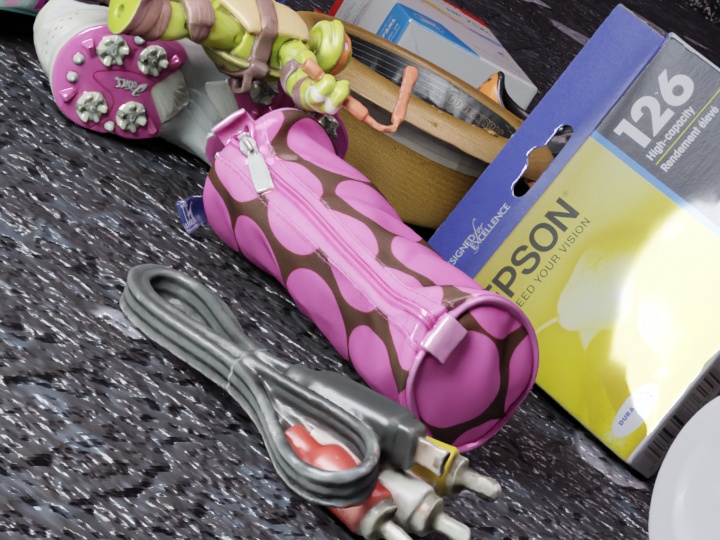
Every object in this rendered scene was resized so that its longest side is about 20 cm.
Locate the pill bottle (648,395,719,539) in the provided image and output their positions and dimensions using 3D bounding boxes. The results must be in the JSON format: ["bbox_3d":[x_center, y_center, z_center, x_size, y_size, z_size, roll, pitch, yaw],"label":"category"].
[{"bbox_3d":[0.245,0.138,1.311,0.199,0.113,0.112,23,16,-33],"label":"pill bottle"}]

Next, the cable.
[{"bbox_3d":[-0.039,0.062,1.147,0.199,0.051,0.097,26,27,28],"label":"cable"}]

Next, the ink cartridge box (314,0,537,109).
[{"bbox_3d":[0.044,-0.164,1.984,0.116,0.068,0.200,26,15,-22],"label":"ink cartridge box"}]

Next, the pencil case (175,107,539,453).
[{"bbox_3d":[0.000,0.000,1.304,0.200,0.091,0.094,41,-18,39],"label":"pencil case"}]

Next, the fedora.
[{"bbox_3d":[0.021,-0.081,1.618,0.200,0.082,0.201,27,13,-7],"label":"fedora"}]

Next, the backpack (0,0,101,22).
[{"bbox_3d":[-0.215,-0.226,1.480,0.176,0.154,0.200,42,23,17],"label":"backpack"}]

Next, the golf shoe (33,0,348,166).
[{"bbox_3d":[-0.094,-0.102,1.478,0.199,0.076,0.092,23,13,-37],"label":"golf shoe"}]

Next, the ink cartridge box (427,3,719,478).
[{"bbox_3d":[0.145,-0.025,1.466,0.200,0.198,0.047,40,3,28],"label":"ink cartridge box"}]

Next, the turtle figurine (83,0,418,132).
[{"bbox_3d":[-0.066,-0.133,1.403,0.160,0.065,0.201,16,32,-31],"label":"turtle figurine"}]

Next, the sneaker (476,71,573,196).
[{"bbox_3d":[0.147,-0.054,1.788,0.199,0.090,0.070,32,14,-2],"label":"sneaker"}]

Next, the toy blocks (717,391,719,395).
[{"bbox_3d":[0.256,0.072,1.450,0.136,0.201,0.100,21,8,21],"label":"toy blocks"}]

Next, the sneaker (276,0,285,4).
[{"bbox_3d":[-0.106,-0.196,1.746,0.074,0.083,0.200,38,17,18],"label":"sneaker"}]
